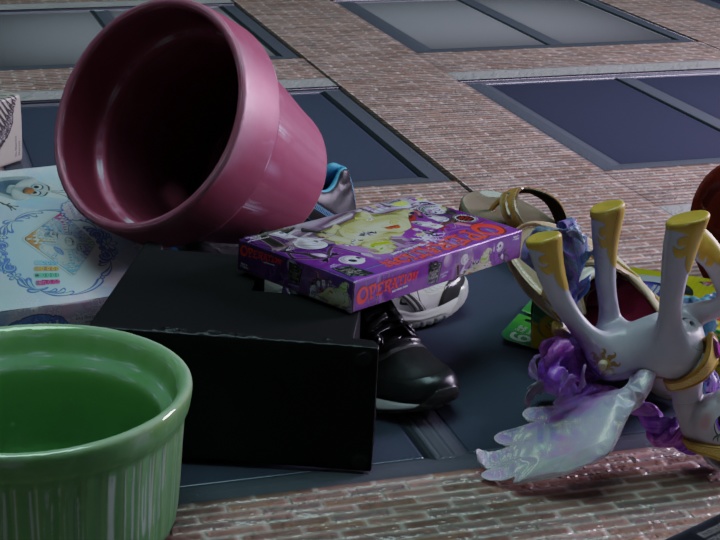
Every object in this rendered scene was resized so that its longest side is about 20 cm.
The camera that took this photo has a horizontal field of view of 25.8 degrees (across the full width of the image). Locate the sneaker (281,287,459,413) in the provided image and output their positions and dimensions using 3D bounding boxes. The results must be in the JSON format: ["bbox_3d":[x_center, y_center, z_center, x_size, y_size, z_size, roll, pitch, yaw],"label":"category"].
[{"bbox_3d":[-0.002,0.042,1.199,0.075,0.088,0.199,-14,24,-36],"label":"sneaker"}]

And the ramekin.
[{"bbox_3d":[-0.202,0.114,0.970,0.198,0.099,0.200,1,19,-1],"label":"ramekin"}]

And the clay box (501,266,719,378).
[{"bbox_3d":[0.225,0.036,1.293,0.198,0.048,0.115,10,22,21],"label":"clay box"}]

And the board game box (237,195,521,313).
[{"bbox_3d":[0.017,-0.016,1.197,0.119,0.033,0.199,24,27,36],"label":"board game box"}]

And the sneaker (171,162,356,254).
[{"bbox_3d":[-0.091,-0.050,1.465,0.199,0.083,0.073,-14,26,-35],"label":"sneaker"}]

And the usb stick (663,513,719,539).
[{"bbox_3d":[0.236,0.166,0.953,0.199,0.033,0.055,-14,32,-37],"label":"usb stick"}]

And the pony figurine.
[{"bbox_3d":[0.176,0.058,1.069,0.191,0.202,0.167,-7,21,26],"label":"pony figurine"}]

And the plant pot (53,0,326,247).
[{"bbox_3d":[-0.127,-0.105,1.325,0.199,0.202,0.179,15,-6,34],"label":"plant pot"}]

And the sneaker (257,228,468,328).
[{"bbox_3d":[0.000,0.000,1.322,0.198,0.089,0.076,-4,18,-18],"label":"sneaker"}]

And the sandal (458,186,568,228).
[{"bbox_3d":[0.166,-0.051,1.523,0.080,0.055,0.200,-7,21,-23],"label":"sandal"}]

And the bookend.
[{"bbox_3d":[-0.082,0.057,1.150,0.197,0.093,0.200,4,18,2],"label":"bookend"}]

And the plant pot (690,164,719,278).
[{"bbox_3d":[0.402,-0.050,1.357,0.194,0.203,0.200,-21,28,-31],"label":"plant pot"}]

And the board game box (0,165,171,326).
[{"bbox_3d":[-0.269,-0.017,1.336,0.197,0.044,0.200,-9,39,-21],"label":"board game box"}]

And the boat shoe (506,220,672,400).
[{"bbox_3d":[0.183,0.018,1.208,0.200,0.074,0.069,39,-1,32],"label":"boat shoe"}]

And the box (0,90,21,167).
[{"bbox_3d":[-0.455,-0.139,1.695,0.068,0.083,0.200,13,24,26],"label":"box"}]
